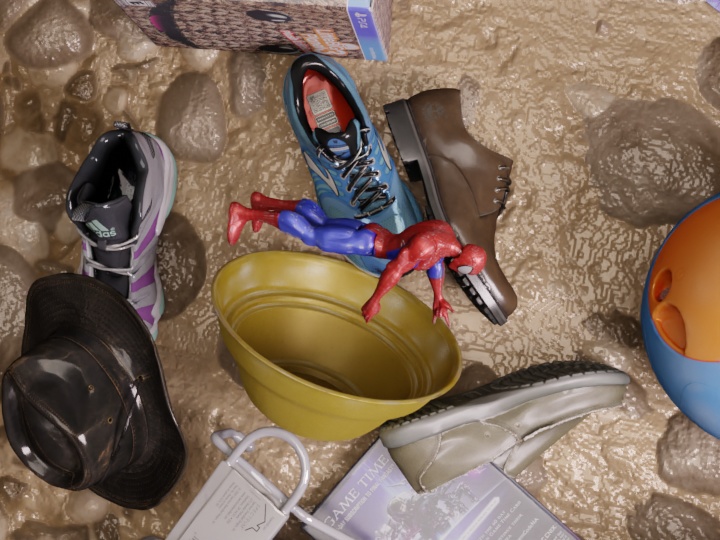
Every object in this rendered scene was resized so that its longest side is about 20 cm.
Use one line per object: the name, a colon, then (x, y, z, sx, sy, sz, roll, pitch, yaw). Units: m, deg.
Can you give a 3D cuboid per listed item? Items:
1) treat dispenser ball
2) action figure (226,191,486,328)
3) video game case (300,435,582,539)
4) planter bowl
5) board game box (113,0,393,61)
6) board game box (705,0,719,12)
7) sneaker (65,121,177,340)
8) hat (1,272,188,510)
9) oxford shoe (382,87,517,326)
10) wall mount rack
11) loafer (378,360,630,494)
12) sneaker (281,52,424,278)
treat dispenser ball: (0.304, 0.033, 0.978, 0.200, 0.201, 0.201, -1, 84, 5)
action figure: (0.000, 0.000, 1.036, 0.200, 0.065, 0.099, 7, 110, 22)
video game case: (0.073, 0.217, 1.075, 0.200, 0.019, 0.143, 41, 89, 9)
planter bowl: (-0.029, 0.071, 1.037, 0.200, 0.200, 0.084, 25, 117, 7)
board game box: (-0.077, -0.235, 1.061, 0.200, 0.159, 0.097, 4, 86, 6)
board game box: (0.347, -0.296, 1.086, 0.200, 0.039, 0.158, -40, 82, 0)
sneaker: (-0.200, -0.020, 1.060, 0.078, 0.140, 0.200, 4, 84, 5)
hat: (-0.226, 0.107, 1.037, 0.200, 0.081, 0.201, 19, 121, 35)
oxford shoe: (0.090, -0.055, 1.073, 0.084, 0.073, 0.200, -21, 83, 1)
wall mount rack: (-0.078, 0.223, 1.053, 0.174, 0.075, 0.200, 39, 98, 14)
loafer: (0.116, 0.122, 1.053, 0.200, 0.075, 0.070, -16, 96, -3)
sneaker: (-0.013, -0.083, 1.075, 0.078, 0.090, 0.200, -28, 85, 2)
